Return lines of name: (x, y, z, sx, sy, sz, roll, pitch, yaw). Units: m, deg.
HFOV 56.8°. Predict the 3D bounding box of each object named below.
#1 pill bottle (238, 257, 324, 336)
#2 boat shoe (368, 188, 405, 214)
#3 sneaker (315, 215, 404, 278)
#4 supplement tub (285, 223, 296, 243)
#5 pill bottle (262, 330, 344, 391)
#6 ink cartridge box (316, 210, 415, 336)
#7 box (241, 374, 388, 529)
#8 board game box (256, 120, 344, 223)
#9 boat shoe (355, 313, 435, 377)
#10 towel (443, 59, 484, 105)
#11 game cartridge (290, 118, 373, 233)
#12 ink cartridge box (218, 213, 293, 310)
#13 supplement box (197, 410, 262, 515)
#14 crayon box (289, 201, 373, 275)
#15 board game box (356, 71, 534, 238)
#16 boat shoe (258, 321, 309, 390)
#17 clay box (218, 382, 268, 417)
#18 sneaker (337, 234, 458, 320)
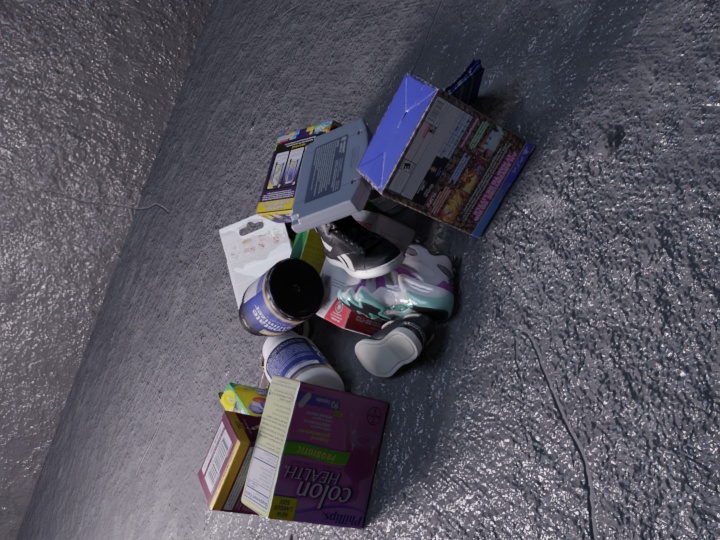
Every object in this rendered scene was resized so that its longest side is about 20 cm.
pill bottle: (-0.153, 0.058, 1.217, 0.200, 0.110, 0.114, -33, 47, 57)
boat shoe: (0.084, -0.172, 1.162, 0.199, 0.069, 0.072, -36, 45, 43)
sneaker: (-0.017, -0.057, 1.048, 0.073, 0.113, 0.199, -34, 24, -24)
supplement tub: (-0.107, -0.134, 1.386, 0.122, 0.121, 0.202, 31, 99, 58)
pill bottle: (-0.114, 0.188, 1.232, 0.112, 0.110, 0.200, -64, 32, 9)
ink cartridge box: (0.000, 0.000, 1.184, 0.144, 0.083, 0.203, 19, 91, 59)
box: (-0.069, 0.285, 1.048, 0.096, 0.174, 0.203, -1, 72, 56)
board game box: (-0.105, -0.177, 1.231, 0.199, 0.056, 0.168, 3, 76, 54)
boat shoe: (0.053, 0.116, 1.062, 0.060, 0.074, 0.200, -39, -3, -30)
towel: (0.112, -0.240, 1.055, 0.199, 0.024, 0.145, -40, -9, 0)
game cartridge: (-0.038, -0.153, 1.052, 0.131, 0.042, 0.202, -14, 45, 22)
ink cartridge box: (-0.191, -0.010, 1.357, 0.161, 0.057, 0.203, -18, 80, 23)
supplement box: (-0.154, 0.333, 1.131, 0.103, 0.198, 0.132, 37, 104, 57)
crayon box: (-0.050, -0.082, 1.268, 0.051, 0.126, 0.203, 7, 78, 57)
board game box: (0.123, -0.165, 0.973, 0.161, 0.198, 0.097, -60, 34, 15)
boat shoe: (-0.172, 0.180, 1.367, 0.202, 0.059, 0.072, -62, 34, 21)
clay box: (-0.189, 0.278, 1.278, 0.200, 0.114, 0.048, 38, 104, 50)
sneaker: (0.065, 0.004, 1.067, 0.197, 0.078, 0.142, 3, 64, 26)
